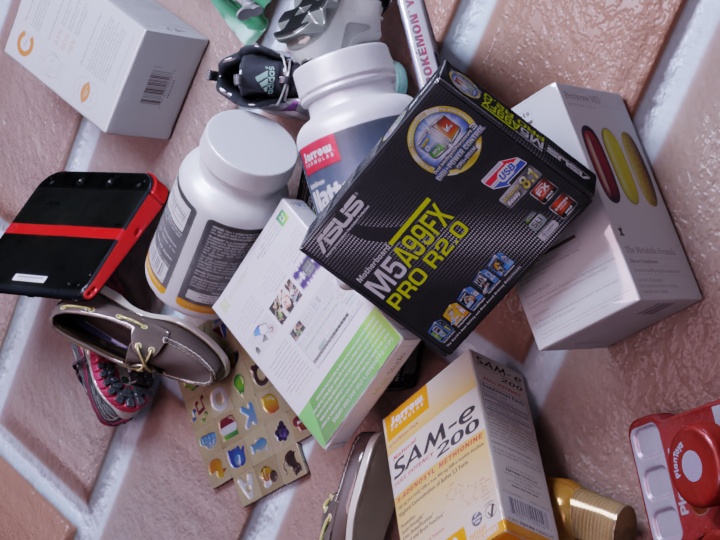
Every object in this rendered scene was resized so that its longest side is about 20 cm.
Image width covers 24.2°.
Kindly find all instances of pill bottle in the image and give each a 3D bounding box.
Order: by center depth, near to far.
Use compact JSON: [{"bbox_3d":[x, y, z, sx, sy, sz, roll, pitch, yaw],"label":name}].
[{"bbox_3d":[0.009,-0.093,1.498,0.119,0.119,0.201,-21,84,37],"label":"pill bottle"},{"bbox_3d":[-0.137,-0.055,1.673,0.117,0.116,0.200,53,136,27],"label":"pill bottle"}]

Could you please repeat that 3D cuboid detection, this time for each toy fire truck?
[{"bbox_3d":[0.293,0.204,1.364,0.168,0.112,0.201,-33,66,60],"label":"toy fire truck"}]

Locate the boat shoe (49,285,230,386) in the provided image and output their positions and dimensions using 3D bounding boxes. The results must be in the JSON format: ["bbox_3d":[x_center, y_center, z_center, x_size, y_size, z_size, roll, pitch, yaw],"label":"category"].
[{"bbox_3d":[-0.233,0.076,1.768,0.199,0.060,0.072,26,130,14],"label":"boat shoe"}]

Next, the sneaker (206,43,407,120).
[{"bbox_3d":[-0.064,-0.181,1.629,0.199,0.140,0.078,1,89,40],"label":"sneaker"}]

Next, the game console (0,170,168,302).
[{"bbox_3d":[-0.317,-0.038,1.842,0.199,0.031,0.177,3,53,40],"label":"game console"}]

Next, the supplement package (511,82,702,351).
[{"bbox_3d":[0.188,-0.045,1.436,0.109,0.114,0.201,-30,72,35],"label":"supplement package"}]

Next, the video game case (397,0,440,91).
[{"bbox_3d":[0.069,-0.151,1.497,0.023,0.200,0.183,-15,78,5],"label":"video game case"}]

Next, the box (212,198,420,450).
[{"bbox_3d":[-0.045,0.050,1.597,0.200,0.036,0.145,50,118,29],"label":"box"}]

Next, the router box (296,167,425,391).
[{"bbox_3d":[0.000,0.000,1.623,0.149,0.062,0.201,18,100,38],"label":"router box"}]

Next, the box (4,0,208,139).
[{"bbox_3d":[-0.280,-0.246,1.838,0.200,0.097,0.125,38,112,33],"label":"box"}]

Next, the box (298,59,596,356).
[{"bbox_3d":[0.070,-0.047,1.375,0.160,0.044,0.200,36,118,-9],"label":"box"}]

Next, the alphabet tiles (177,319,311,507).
[{"bbox_3d":[-0.120,0.137,1.755,0.166,0.006,0.201,-32,69,34],"label":"alphabet tiles"}]

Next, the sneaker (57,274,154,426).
[{"bbox_3d":[-0.296,0.077,1.857,0.075,0.080,0.201,-47,55,46],"label":"sneaker"}]

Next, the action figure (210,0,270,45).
[{"bbox_3d":[-0.161,-0.336,1.773,0.200,0.055,0.118,44,118,36],"label":"action figure"}]

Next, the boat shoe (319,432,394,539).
[{"bbox_3d":[-0.010,0.248,1.616,0.059,0.072,0.201,14,102,35],"label":"boat shoe"}]

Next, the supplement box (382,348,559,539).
[{"bbox_3d":[0.094,0.189,1.485,0.126,0.073,0.201,-42,37,30],"label":"supplement box"}]

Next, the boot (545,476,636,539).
[{"bbox_3d":[0.168,0.284,1.483,0.144,0.071,0.202,7,89,45],"label":"boot"}]

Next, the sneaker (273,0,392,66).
[{"bbox_3d":[-0.008,-0.256,1.605,0.074,0.089,0.200,-7,43,45],"label":"sneaker"}]
